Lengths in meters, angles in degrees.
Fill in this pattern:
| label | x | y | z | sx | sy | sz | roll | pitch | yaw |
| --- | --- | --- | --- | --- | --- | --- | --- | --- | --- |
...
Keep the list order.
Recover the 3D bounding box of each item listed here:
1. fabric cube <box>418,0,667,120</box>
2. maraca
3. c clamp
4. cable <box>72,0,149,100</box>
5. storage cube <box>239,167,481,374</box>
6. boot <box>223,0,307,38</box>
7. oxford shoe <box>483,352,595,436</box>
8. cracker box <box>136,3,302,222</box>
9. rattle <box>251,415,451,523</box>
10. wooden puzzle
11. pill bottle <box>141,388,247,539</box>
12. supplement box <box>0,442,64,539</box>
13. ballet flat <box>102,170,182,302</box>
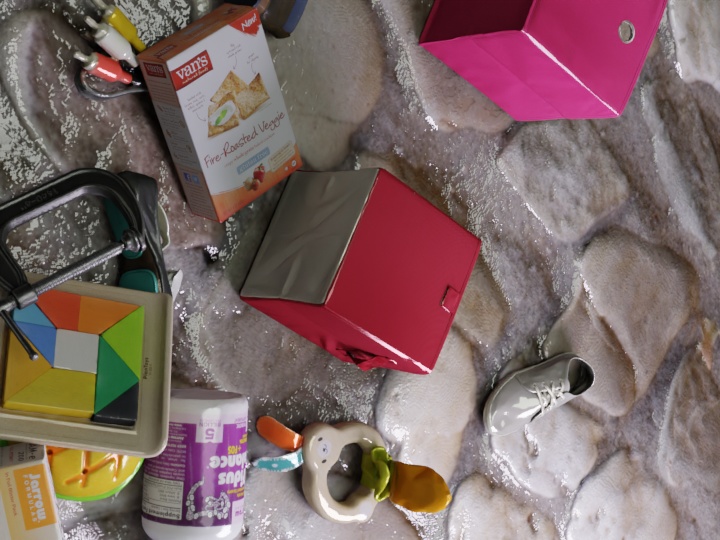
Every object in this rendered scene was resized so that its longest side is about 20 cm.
| label | x | y | z | sx | sy | sz | roll | pitch | yaw |
| --- | --- | --- | --- | --- | --- | --- | --- | --- | --- |
| fabric cube | 0.233 | -0.324 | 1.747 | 0.199 | 0.200 | 0.197 | 33 | 74 | -34 |
| maraca | -0.309 | 0.153 | 1.402 | 0.200 | 0.107 | 0.137 | 32 | 73 | -20 |
| c clamp | -0.296 | -0.018 | 1.385 | 0.200 | 0.171 | 0.027 | -36 | 157 | -27 |
| cable | -0.226 | -0.206 | 1.477 | 0.200 | 0.050 | 0.097 | 27 | 73 | -37 |
| storage cube | 0.000 | 0.000 | 1.597 | 0.180 | 0.171 | 0.200 | 34 | 72 | -35 |
| boot | -0.099 | -0.364 | 1.576 | 0.097 | 0.075 | 0.200 | 34 | 65 | -58 |
| oxford shoe | 0.245 | 0.166 | 1.880 | 0.200 | 0.058 | 0.075 | -25 | 110 | -34 |
| cracker box | -0.150 | -0.173 | 1.512 | 0.134 | 0.058 | 0.200 | -38 | 127 | -32 |
| rattle | -0.015 | 0.237 | 1.626 | 0.130 | 0.143 | 0.200 | -51 | 130 | -3 |
| wooden puzzle | -0.286 | 0.087 | 1.366 | 0.200 | 0.037 | 0.185 | 8 | 58 | -16 |
| pill bottle | -0.181 | 0.233 | 1.503 | 0.112 | 0.112 | 0.201 | 1 | 92 | -39 |
| supplement box | -0.386 | 0.248 | 1.311 | 0.200 | 0.074 | 0.126 | -12 | 101 | -11 |
| ballet flat | -0.226 | -0.009 | 1.483 | 0.068 | 0.068 | 0.201 | -15 | 102 | -50 |
